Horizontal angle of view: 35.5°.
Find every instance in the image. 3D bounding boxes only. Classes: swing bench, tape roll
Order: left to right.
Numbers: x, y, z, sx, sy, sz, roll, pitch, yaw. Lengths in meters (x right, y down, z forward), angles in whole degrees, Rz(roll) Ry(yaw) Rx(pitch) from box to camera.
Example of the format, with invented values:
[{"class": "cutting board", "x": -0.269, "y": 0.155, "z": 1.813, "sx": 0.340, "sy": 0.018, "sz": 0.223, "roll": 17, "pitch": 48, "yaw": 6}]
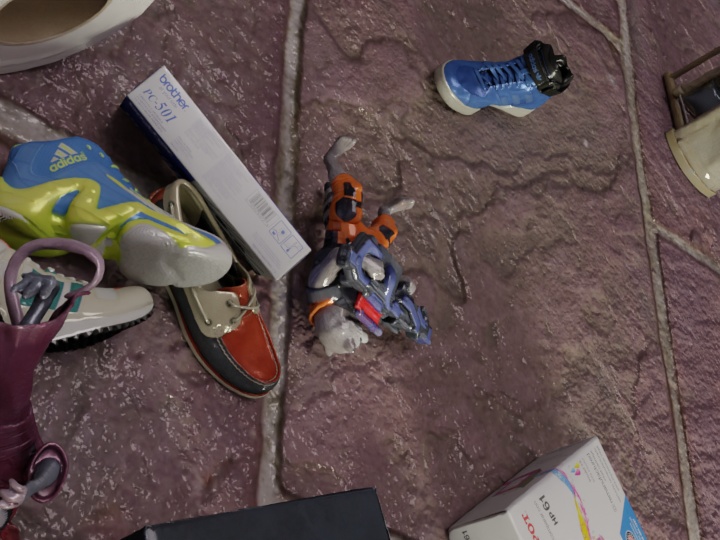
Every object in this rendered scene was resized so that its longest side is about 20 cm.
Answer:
[{"class": "tape roll", "x": -0.251, "y": -0.230, "z": 0.869, "sx": 0.202, "sy": 0.202, "sz": 0.071, "roll": -18, "pitch": 81, "yaw": -49}, {"class": "swing bench", "x": 0.595, "y": -0.256, "z": 1.775, "sx": 0.129, "sy": 0.198, "sz": 0.201, "roll": 36, "pitch": 45, "yaw": -26}]

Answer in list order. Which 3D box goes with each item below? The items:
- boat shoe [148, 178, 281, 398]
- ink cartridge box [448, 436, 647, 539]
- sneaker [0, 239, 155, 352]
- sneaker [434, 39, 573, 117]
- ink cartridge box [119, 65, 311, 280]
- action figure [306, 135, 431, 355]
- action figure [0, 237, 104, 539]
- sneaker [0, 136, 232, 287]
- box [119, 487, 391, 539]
[{"class": "boat shoe", "x": -0.123, "y": 0.017, "z": 0.968, "sx": 0.071, "sy": 0.062, "sz": 0.201, "roll": -34, "pitch": 95, "yaw": -52}, {"class": "ink cartridge box", "x": 0.196, "y": 0.277, "z": 1.134, "sx": 0.199, "sy": 0.084, "sz": 0.146, "roll": -22, "pitch": 85, "yaw": -49}, {"class": "sneaker", "x": -0.242, "y": 0.015, "z": 0.837, "sx": 0.199, "sy": 0.070, "sz": 0.094, "roll": -13, "pitch": 83, "yaw": -46}, {"class": "sneaker", "x": 0.187, "y": -0.246, "z": 1.408, "sx": 0.199, "sy": 0.111, "sz": 0.078, "roll": 2, "pitch": 66, "yaw": -45}, {"class": "ink cartridge box", "x": -0.129, "y": -0.083, "z": 0.991, "sx": 0.044, "sy": 0.094, "sz": 0.201, "roll": -40, "pitch": 102, "yaw": -10}, {"class": "action figure", "x": 0.000, "y": 0.000, "z": 1.099, "sx": 0.200, "sy": 0.104, "sz": 0.195, "roll": 55, "pitch": 40, "yaw": -49}, {"class": "action figure", "x": -0.246, "y": 0.092, "z": 0.741, "sx": 0.149, "sy": 0.132, "sz": 0.202, "roll": -61, "pitch": 157, "yaw": -57}, {"class": "sneaker", "x": -0.195, "y": -0.056, "z": 0.897, "sx": 0.198, "sy": 0.076, "sz": 0.106, "roll": 14, "pitch": 56, "yaw": -22}, {"class": "box", "x": -0.103, "y": 0.240, "z": 0.754, "sx": 0.199, "sy": 0.196, "sz": 0.125, "roll": 2, "pitch": 67, "yaw": -46}]
